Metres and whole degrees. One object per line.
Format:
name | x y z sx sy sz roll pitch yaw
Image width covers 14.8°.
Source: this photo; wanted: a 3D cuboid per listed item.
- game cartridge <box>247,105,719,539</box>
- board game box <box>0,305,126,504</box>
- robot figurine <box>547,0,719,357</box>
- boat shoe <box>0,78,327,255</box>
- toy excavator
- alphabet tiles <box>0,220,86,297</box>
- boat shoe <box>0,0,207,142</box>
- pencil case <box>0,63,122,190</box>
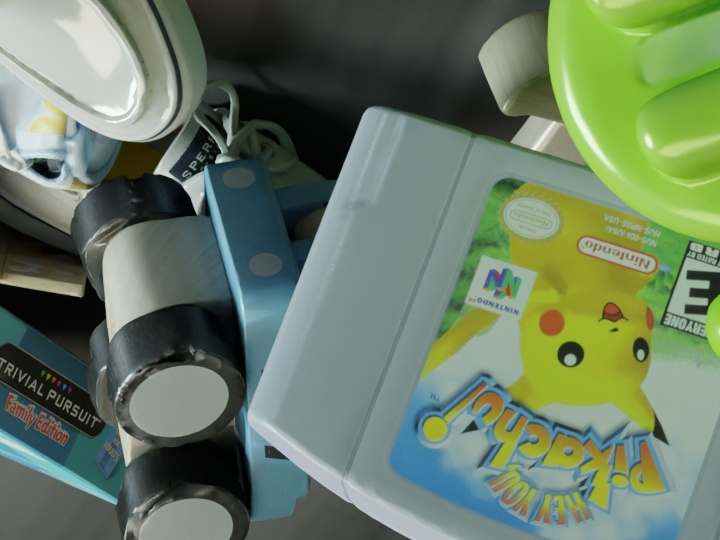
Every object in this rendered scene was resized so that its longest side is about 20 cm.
game cartridge | 0.071 0.036 0.887 0.199 0.134 0.040 17 169 14
board game box | -0.191 0.033 1.210 0.150 0.047 0.200 19 168 32
robot figurine | 0.121 -0.067 0.814 0.115 0.177 0.200 -23 177 15
boat shoe | -0.060 -0.036 1.081 0.201 0.075 0.086 24 148 11
toy excavator | 0.000 0.000 1.003 0.198 0.100 0.195 -9 132 -11
alphabet tiles | -0.207 -0.019 1.117 0.198 0.006 0.166 9 -168 -6
boat shoe | -0.134 -0.114 0.924 0.072 0.066 0.200 -31 104 32
pencil case | -0.179 -0.088 1.032 0.199 0.091 0.083 14 158 11
